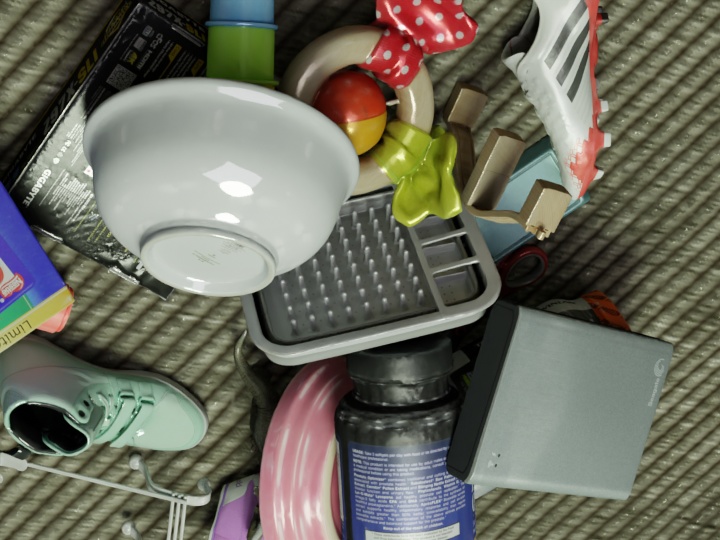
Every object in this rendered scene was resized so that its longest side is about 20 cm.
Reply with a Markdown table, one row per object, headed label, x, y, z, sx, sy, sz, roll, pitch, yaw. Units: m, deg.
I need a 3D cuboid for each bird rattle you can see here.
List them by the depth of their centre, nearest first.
| label | x | y | z | sx | sy | sz | roll | pitch | yaw |
| --- | --- | --- | --- | --- | --- | --- | --- | --- | --- |
| bird rattle | 0.014 | -0.128 | 0.989 | 0.162 | 0.113 | 0.201 | -16 | 126 | -22 |

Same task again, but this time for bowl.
| label | x | y | z | sx | sy | sz | roll | pitch | yaw |
| --- | --- | --- | --- | --- | --- | --- | --- | --- | --- |
| bowl | -0.102 | -0.042 | 0.921 | 0.199 | 0.091 | 0.201 | 4 | 154 | 2 |

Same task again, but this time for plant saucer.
| label | x | y | z | sx | sy | sz | roll | pitch | yaw |
| --- | --- | --- | --- | --- | --- | --- | --- | --- | --- |
| plant saucer | 0.101 | -0.032 | 1.126 | 0.199 | 0.019 | 0.070 | -34 | 107 | 5 |
| plant saucer | -0.016 | 0.176 | 1.126 | 0.050 | 0.201 | 0.202 | 4 | 127 | 29 |

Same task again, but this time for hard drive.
| label | x | y | z | sx | sy | sz | roll | pitch | yaw |
| --- | --- | --- | --- | --- | --- | --- | --- | --- | --- |
| hard drive | 0.165 | 0.108 | 1.049 | 0.199 | 0.033 | 0.141 | 13 | 94 | -41 |

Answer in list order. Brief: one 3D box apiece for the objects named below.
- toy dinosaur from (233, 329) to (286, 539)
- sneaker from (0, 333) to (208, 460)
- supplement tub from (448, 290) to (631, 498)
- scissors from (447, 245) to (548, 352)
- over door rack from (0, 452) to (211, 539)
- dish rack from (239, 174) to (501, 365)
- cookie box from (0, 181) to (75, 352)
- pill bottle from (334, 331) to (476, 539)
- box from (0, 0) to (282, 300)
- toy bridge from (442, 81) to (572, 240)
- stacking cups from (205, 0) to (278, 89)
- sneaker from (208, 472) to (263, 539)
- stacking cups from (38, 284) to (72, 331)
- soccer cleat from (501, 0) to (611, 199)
| label | x | y | z | sx | sy | sz | roll | pitch | yaw |
| --- | --- | --- | --- | --- | --- | --- | --- | --- | --- |
| toy dinosaur | -0.069 | 0.145 | 1.139 | 0.076 | 0.102 | 0.202 | -3 | 117 | -9 |
| sneaker | -0.213 | 0.131 | 1.089 | 0.199 | 0.118 | 0.074 | 23 | 110 | -26 |
| supplement tub | 0.147 | 0.107 | 1.160 | 0.199 | 0.123 | 0.123 | -29 | 122 | -4 |
| scissors | 0.090 | 0.039 | 1.178 | 0.073 | 0.014 | 0.200 | 32 | 108 | -30 |
| over door rack | -0.239 | 0.240 | 1.171 | 0.198 | 0.067 | 0.149 | 8 | 107 | -4 |
| dish rack | 0.000 | 0.000 | 1.045 | 0.198 | 0.172 | 0.044 | -12 | 137 | -7 |
| cookie box | -0.332 | -0.014 | 0.931 | 0.171 | 0.075 | 0.201 | -37 | 107 | -25 |
| pill bottle | 0.036 | 0.154 | 1.050 | 0.111 | 0.112 | 0.202 | -5 | 102 | -11 |
| box | -0.163 | -0.095 | 1.014 | 0.159 | 0.049 | 0.200 | 29 | 108 | -29 |
| toy bridge | 0.102 | -0.075 | 1.004 | 0.027 | 0.200 | 0.068 | 14 | 116 | -24 |
| stacking cups | -0.080 | -0.195 | 0.938 | 0.060 | 0.060 | 0.202 | 3 | 97 | -16 |
| sneaker | -0.084 | 0.287 | 1.194 | 0.113 | 0.202 | 0.073 | -9 | 162 | -5 |
| stacking cups | -0.326 | 0.005 | 1.019 | 0.199 | 0.061 | 0.061 | 23 | 112 | -27 |
| soccer cleat | 0.156 | -0.153 | 1.055 | 0.084 | 0.069 | 0.202 | -4 | 116 | 0 |
